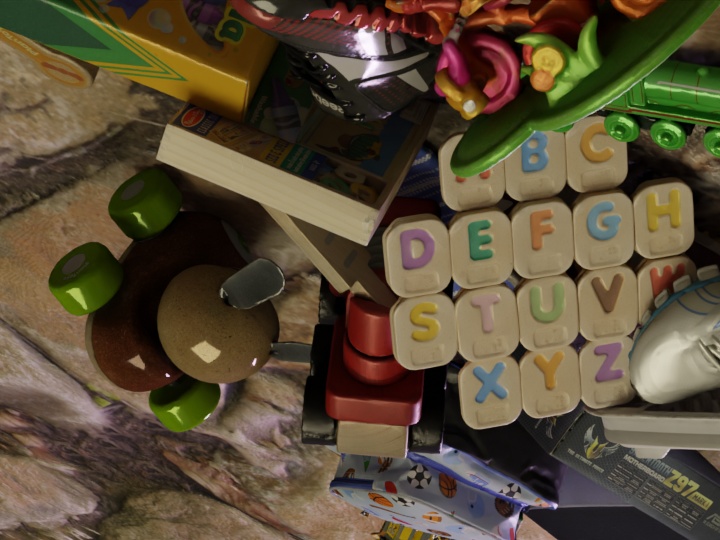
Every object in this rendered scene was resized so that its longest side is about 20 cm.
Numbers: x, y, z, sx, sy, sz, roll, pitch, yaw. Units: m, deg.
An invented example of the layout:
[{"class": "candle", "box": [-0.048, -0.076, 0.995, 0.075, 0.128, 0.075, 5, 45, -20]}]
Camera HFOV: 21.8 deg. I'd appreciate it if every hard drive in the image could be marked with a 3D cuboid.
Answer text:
[{"class": "hard drive", "box": [0.234, 0.213, 1.623, 0.135, 0.042, 0.200, 40, 150, -29]}]

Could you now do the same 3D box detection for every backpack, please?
[{"class": "backpack", "box": [0.057, 0.135, 1.509, 0.200, 0.154, 0.190, 34, 168, -32]}]

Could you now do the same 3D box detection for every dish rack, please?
[{"class": "dish rack", "box": [0.266, 0.085, 1.227, 0.200, 0.171, 0.044, -3, 103, 41]}]

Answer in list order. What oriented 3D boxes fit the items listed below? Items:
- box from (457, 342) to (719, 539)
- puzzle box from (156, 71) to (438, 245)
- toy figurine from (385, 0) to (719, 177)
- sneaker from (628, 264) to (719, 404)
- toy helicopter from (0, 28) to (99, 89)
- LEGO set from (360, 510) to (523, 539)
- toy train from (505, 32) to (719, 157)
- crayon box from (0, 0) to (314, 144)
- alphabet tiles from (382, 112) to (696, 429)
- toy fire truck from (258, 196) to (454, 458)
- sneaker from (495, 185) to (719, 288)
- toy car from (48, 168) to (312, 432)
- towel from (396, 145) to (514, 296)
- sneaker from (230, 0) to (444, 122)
[{"class": "box", "box": [0.180, 0.117, 1.368, 0.200, 0.051, 0.158, 32, -170, -32]}, {"class": "puzzle box", "box": [-0.033, -0.086, 1.141, 0.133, 0.200, 0.025, 22, 115, 3]}, {"class": "toy figurine", "box": [0.062, -0.172, 0.936, 0.200, 0.150, 0.184, -37, 106, 27]}, {"class": "sneaker", "box": [0.247, 0.034, 1.135, 0.200, 0.087, 0.075, -34, 117, 27]}, {"class": "toy helicopter", "box": [-0.267, -0.180, 1.267, 0.200, 0.079, 0.132, 34, 153, -28]}, {"class": "LEGO set", "box": [0.066, 0.251, 1.658, 0.153, 0.116, 0.200, 22, -163, -10]}, {"class": "toy train", "box": [0.165, -0.104, 1.092, 0.199, 0.042, 0.056, 11, 141, 25]}, {"class": "crayon box", "box": [-0.105, -0.170, 1.090, 0.199, 0.126, 0.052, 22, 154, 2]}, {"class": "alphabet tiles", "box": [0.115, 0.003, 1.170, 0.199, 0.196, 0.015, -8, -161, -10]}, {"class": "toy fire truck", "box": [0.000, 0.000, 1.237, 0.128, 0.176, 0.200, 5, 133, 3]}, {"class": "sneaker", "box": [0.159, 0.005, 1.239, 0.199, 0.090, 0.075, 20, 154, 8]}, {"class": "toy car", "box": [-0.102, 0.025, 1.405, 0.200, 0.158, 0.164, 1, 137, 46]}, {"class": "towel", "box": [0.047, -0.031, 1.344, 0.200, 0.024, 0.145, 37, 151, -24]}, {"class": "sneaker", "box": [-0.010, -0.127, 1.028, 0.071, 0.098, 0.200, 43, -157, 26]}]
